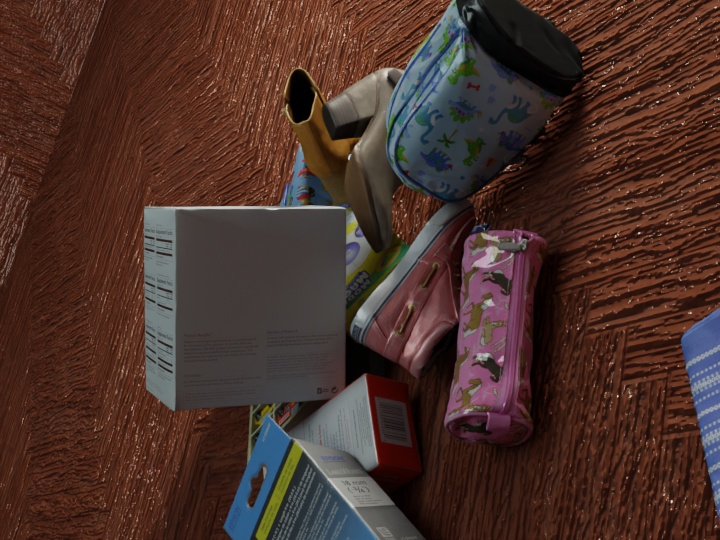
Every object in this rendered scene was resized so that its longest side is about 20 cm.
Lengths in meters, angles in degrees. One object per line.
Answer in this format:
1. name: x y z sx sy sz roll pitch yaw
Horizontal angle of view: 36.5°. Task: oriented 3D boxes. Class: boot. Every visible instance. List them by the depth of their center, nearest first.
1. boot: 0.048 -0.133 1.219 0.070 0.144 0.203 139 114 -68
2. boot: -0.049 -0.188 1.316 0.070 0.145 0.203 -20 39 8

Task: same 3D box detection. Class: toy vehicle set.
1. toy vehicle set: -0.079 0.139 1.320 0.200 0.026 0.125 -49 30 38

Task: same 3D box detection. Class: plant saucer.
1. plant saucer: 0.000 0.098 1.245 0.070 0.019 0.202 -43 36 38

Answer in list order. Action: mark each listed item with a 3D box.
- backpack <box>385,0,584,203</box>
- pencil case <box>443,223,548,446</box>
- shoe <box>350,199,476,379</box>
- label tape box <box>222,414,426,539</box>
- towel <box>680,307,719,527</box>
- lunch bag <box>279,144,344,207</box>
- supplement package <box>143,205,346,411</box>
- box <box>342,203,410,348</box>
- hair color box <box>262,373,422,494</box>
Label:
1. backpack: 0.107 -0.167 1.106 0.199 0.162 0.155 -36 35 40
2. pencil case: 0.124 0.059 0.988 0.082 0.087 0.203 -4 61 25
3. shoe: 0.082 0.017 1.118 0.201 0.090 0.072 -50 -18 -25
4. label tape box: -0.039 0.253 1.048 0.200 0.063 0.146 42 117 42
5. towel: 0.285 0.093 0.733 0.145 0.024 0.202 -41 36 40
6. lunch bag: -0.076 -0.055 1.449 0.152 0.093 0.201 -89 25 -43
7. supplement package: -0.126 0.032 1.169 0.147 0.188 0.204 -170 80 -66
8. box: 0.000 0.000 1.246 0.117 0.048 0.200 -42 35 0
9. hair color box: -0.025 0.200 1.142 0.200 0.061 0.103 -40 47 39
